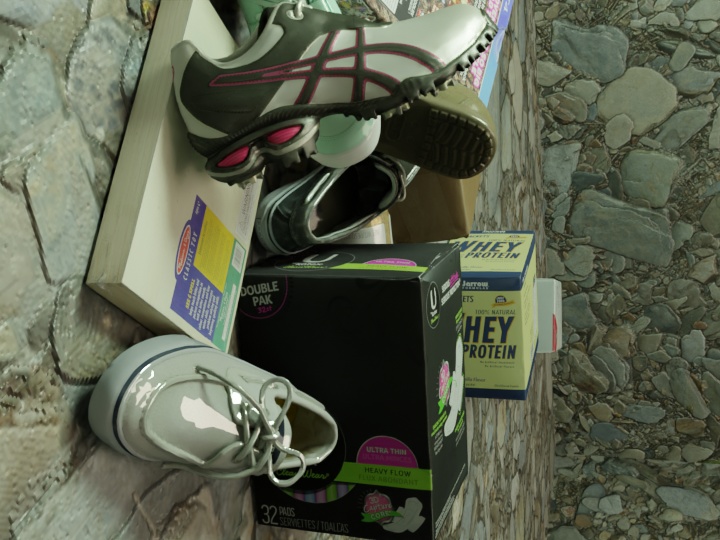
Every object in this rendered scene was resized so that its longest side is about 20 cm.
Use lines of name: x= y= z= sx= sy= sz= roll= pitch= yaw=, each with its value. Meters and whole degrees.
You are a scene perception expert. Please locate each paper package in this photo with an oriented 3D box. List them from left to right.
paper package: x=0.079 y=-0.168 z=0.983 sx=0.192 sy=0.102 sz=0.201 roll=-73 pitch=155 yaw=-46

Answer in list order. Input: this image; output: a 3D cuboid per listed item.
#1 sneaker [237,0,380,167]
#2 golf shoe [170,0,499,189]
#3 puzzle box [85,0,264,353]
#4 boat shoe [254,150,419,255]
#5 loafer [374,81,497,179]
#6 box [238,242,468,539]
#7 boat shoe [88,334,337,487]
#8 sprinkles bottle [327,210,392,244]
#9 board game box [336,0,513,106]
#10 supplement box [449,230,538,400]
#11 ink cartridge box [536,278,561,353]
sneaker: x=-0.053 y=-0.167 z=0.545 sx=0.202 sy=0.073 sz=0.118 roll=67 pitch=8 yaw=15
golf shoe: x=-0.012 y=-0.124 z=0.491 sx=0.089 sy=0.198 sz=0.077 roll=66 pitch=-11 yaw=-14
puzzle box: x=-0.104 y=-0.057 z=0.531 sx=0.133 sy=0.025 sz=0.202 roll=57 pitch=37 yaw=-60
boat shoe: x=0.005 y=-0.068 z=0.681 sx=0.200 sy=0.070 sz=0.073 roll=-42 pitch=123 yaw=-35
loafer: x=0.013 y=-0.134 z=0.654 sx=0.076 sy=0.198 sz=0.068 roll=-62 pitch=-177 yaw=35
box: x=0.000 y=0.087 z=0.657 sx=0.124 sy=0.147 sz=0.203 roll=-32 pitch=121 yaw=-67
boat shoe: x=-0.069 y=0.095 z=0.506 sx=0.202 sy=0.085 sz=0.075 roll=35 pitch=76 yaw=-61
sprinkles bottle: x=0.000 y=0.000 z=0.792 sx=0.068 sy=0.067 sz=0.202 roll=-48 pitch=134 yaw=-64
board game box: x=0.035 y=-0.239 z=0.718 sx=0.199 sy=0.096 sz=0.161 roll=33 pitch=66 yaw=-46
supplement box: x=0.201 y=0.063 z=1.316 sx=0.200 sy=0.133 sz=0.202 roll=-53 pitch=140 yaw=-62
ink cartridge box: x=0.336 y=0.091 z=1.727 sx=0.200 sy=0.143 sz=0.147 roll=10 pitch=80 yaw=-72
